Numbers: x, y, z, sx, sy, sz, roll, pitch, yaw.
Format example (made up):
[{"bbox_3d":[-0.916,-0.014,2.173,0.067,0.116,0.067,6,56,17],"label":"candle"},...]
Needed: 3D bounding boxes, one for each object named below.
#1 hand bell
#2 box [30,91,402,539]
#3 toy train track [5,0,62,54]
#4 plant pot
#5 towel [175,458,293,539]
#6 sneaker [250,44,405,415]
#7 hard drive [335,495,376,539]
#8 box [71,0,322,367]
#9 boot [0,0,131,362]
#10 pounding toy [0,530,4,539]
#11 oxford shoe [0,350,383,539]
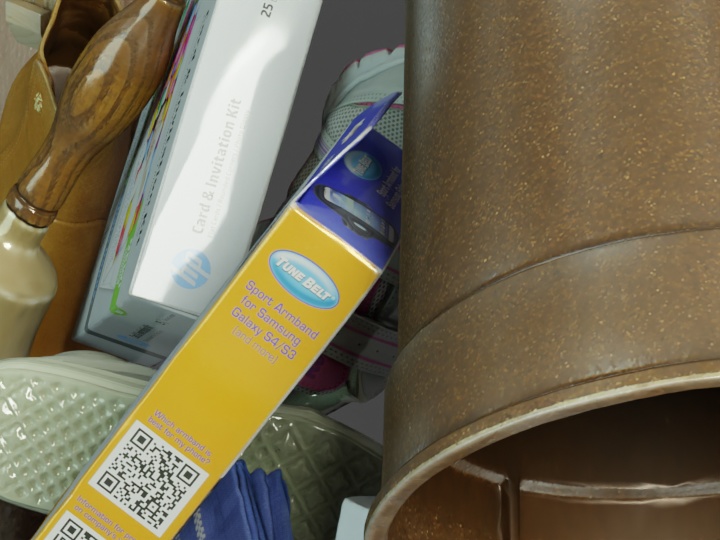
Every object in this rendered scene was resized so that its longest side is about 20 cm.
[{"bbox_3d":[-0.127,-0.033,1.179,0.200,0.104,0.104,-54,44,23],"label":"hand bell"},{"bbox_3d":[-0.041,0.031,0.973,0.200,0.041,0.119,-50,3,19],"label":"box"},{"bbox_3d":[-0.145,-0.188,1.286,0.114,0.032,0.201,23,122,35],"label":"toy train track"},{"bbox_3d":[0.094,-0.012,0.892,0.200,0.200,0.199,-38,47,46],"label":"plant pot"},{"bbox_3d":[-0.077,0.172,0.984,0.200,0.024,0.145,-52,27,21],"label":"towel"},{"bbox_3d":[0.000,0.000,1.084,0.200,0.081,0.088,-55,14,45],"label":"sneaker"},{"bbox_3d":[0.029,0.175,0.987,0.025,0.132,0.201,20,102,48],"label":"hard drive"},{"bbox_3d":[-0.062,-0.048,1.140,0.200,0.041,0.156,157,130,-77],"label":"box"},{"bbox_3d":[-0.128,-0.013,1.269,0.144,0.071,0.202,115,154,-59],"label":"boot"},{"bbox_3d":[-0.272,0.108,1.243,0.184,0.142,0.201,-11,104,24],"label":"pounding toy"},{"bbox_3d":[-0.051,0.076,1.084,0.058,0.199,0.075,-52,-21,-83],"label":"oxford shoe"}]
